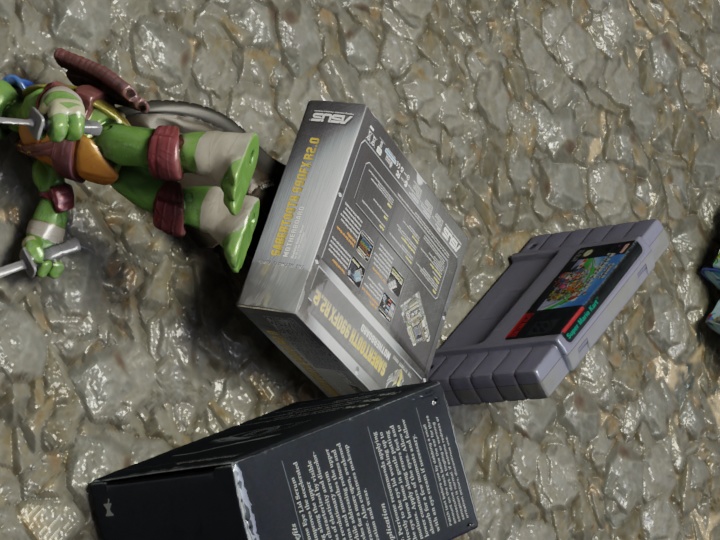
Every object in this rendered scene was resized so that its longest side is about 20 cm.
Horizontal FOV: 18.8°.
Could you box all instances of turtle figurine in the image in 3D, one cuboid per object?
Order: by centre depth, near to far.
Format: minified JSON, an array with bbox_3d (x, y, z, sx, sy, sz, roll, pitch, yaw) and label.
[{"bbox_3d":[-0.168,-0.043,1.318,0.200,0.193,0.144,-58,160,-67],"label":"turtle figurine"}]

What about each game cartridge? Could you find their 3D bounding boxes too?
[{"bbox_3d":[0.136,0.029,1.624,0.200,0.129,0.038,-47,113,-40],"label":"game cartridge"}]

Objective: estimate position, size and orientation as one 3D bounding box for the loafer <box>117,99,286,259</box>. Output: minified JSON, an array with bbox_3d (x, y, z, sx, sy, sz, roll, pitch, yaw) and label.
[{"bbox_3d":[-0.094,-0.051,1.455,0.200,0.073,0.071,28,61,-37],"label":"loafer"}]

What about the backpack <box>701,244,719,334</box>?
[{"bbox_3d":[0.409,0.032,1.840,0.183,0.200,0.147,30,81,-38],"label":"backpack"}]

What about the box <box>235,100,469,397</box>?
[{"bbox_3d":[0.000,0.000,1.499,0.200,0.048,0.159,47,56,-53],"label":"box"}]

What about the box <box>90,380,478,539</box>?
[{"bbox_3d":[-0.048,0.152,1.406,0.200,0.148,0.105,-19,95,-44],"label":"box"}]
